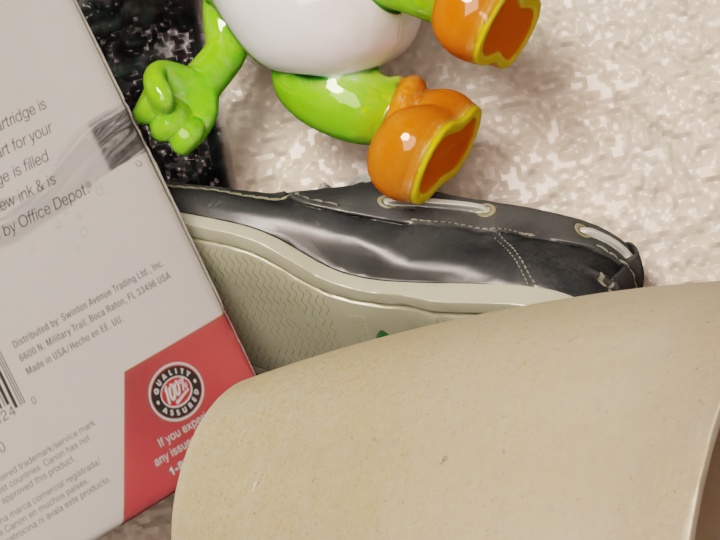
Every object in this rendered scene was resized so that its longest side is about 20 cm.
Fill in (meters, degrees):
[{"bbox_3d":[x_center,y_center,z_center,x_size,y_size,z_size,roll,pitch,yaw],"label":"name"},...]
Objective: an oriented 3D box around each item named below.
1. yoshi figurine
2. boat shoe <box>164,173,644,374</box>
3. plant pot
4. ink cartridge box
[{"bbox_3d":[-0.047,-0.107,0.950,0.200,0.112,0.112,32,65,16],"label":"yoshi figurine"},{"bbox_3d":[0.000,0.000,0.980,0.199,0.072,0.068,10,48,17],"label":"boat shoe"},{"bbox_3d":[0.047,0.090,0.883,0.199,0.187,0.188,3,84,30],"label":"plant pot"},{"bbox_3d":[-0.140,-0.001,0.924,0.147,0.083,0.200,-30,98,-38],"label":"ink cartridge box"}]
